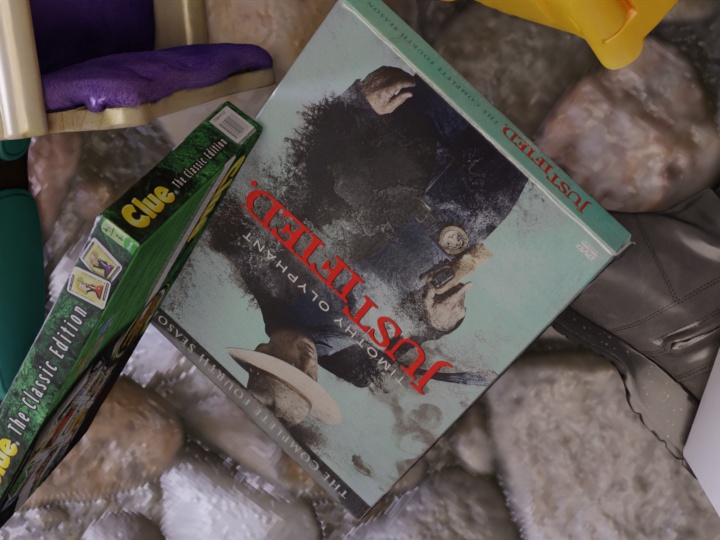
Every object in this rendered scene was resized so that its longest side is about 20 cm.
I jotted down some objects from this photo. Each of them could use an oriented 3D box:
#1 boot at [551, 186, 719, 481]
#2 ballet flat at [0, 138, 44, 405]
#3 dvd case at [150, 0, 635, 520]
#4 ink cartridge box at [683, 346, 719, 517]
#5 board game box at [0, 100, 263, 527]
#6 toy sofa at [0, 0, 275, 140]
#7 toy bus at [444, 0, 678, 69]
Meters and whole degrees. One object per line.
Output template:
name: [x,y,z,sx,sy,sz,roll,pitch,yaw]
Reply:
boot: [0.133,-0.018,0.804,0.132,0.070,0.200,-44,103,10]
ballet flat: [-0.172,-0.041,0.842,0.068,0.068,0.202,3,90,17]
dvd case: [0.000,0.000,0.794,0.146,0.022,0.200,43,132,3]
ink cartridge box: [0.241,0.087,0.733,0.198,0.146,0.086,13,110,-12]
board game box: [-0.109,0.028,0.785,0.023,0.105,0.201,37,126,5]
toy sofa: [-0.105,-0.101,0.749,0.097,0.200,0.084,-5,99,15]
toy bus: [0.100,-0.174,0.666,0.200,0.136,0.192,-51,47,-5]
